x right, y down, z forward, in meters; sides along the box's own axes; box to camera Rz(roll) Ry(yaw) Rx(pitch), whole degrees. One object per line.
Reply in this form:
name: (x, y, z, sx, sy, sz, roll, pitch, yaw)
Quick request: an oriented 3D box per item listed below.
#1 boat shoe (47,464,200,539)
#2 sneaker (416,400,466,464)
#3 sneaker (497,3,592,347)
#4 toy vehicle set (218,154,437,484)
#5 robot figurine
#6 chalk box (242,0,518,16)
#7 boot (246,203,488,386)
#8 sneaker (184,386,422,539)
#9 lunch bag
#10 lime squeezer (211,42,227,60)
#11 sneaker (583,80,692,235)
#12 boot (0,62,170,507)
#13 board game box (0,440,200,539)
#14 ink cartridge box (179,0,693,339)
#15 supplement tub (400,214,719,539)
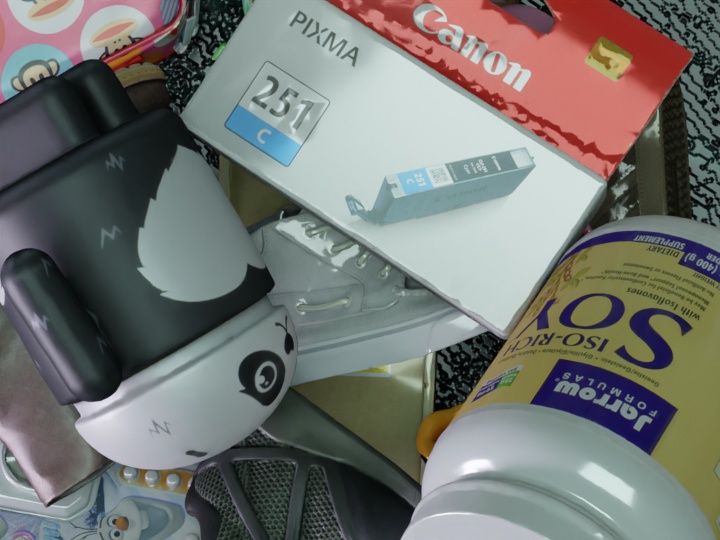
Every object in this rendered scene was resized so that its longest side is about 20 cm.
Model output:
boat shoe: (-0.164, 0.123, 1.257, 0.200, 0.066, 0.072, 24, 99, 10)
sneaker: (0.117, 0.084, 1.208, 0.200, 0.077, 0.078, -23, 58, 34)
sneaker: (0.071, -0.042, 1.229, 0.079, 0.095, 0.200, -9, 91, 40)
toy vehicle set: (-0.019, 0.029, 1.272, 0.124, 0.027, 0.200, 3, 95, 4)
robot figurine: (-0.112, -0.001, 1.114, 0.150, 0.125, 0.200, -31, 94, -25)
chalk box: (-0.013, -0.199, 1.241, 0.200, 0.124, 0.125, -5, 89, -3)
boot: (0.000, 0.000, 1.201, 0.200, 0.074, 0.096, -16, 96, 20)
sneaker: (-0.009, 0.146, 1.142, 0.199, 0.076, 0.114, 33, 83, 25)
lunch bag: (-0.196, -0.149, 1.268, 0.200, 0.082, 0.176, -25, 90, 0)
lime squeezer: (0.016, -0.088, 1.285, 0.200, 0.038, 0.071, 37, 86, 0)
sneaker: (0.143, -0.015, 1.277, 0.075, 0.070, 0.200, 0, 90, 26)
boot: (-0.140, 0.005, 1.206, 0.200, 0.072, 0.166, -40, 85, -8)
board game box: (-0.171, 0.098, 1.216, 0.200, 0.026, 0.200, -32, 74, -14)
ink cartridge box: (0.039, -0.092, 1.144, 0.200, 0.045, 0.176, 33, 88, 7)
supplement tub: (0.117, 0.086, 1.051, 0.145, 0.145, 0.200, 36, 52, 2)
